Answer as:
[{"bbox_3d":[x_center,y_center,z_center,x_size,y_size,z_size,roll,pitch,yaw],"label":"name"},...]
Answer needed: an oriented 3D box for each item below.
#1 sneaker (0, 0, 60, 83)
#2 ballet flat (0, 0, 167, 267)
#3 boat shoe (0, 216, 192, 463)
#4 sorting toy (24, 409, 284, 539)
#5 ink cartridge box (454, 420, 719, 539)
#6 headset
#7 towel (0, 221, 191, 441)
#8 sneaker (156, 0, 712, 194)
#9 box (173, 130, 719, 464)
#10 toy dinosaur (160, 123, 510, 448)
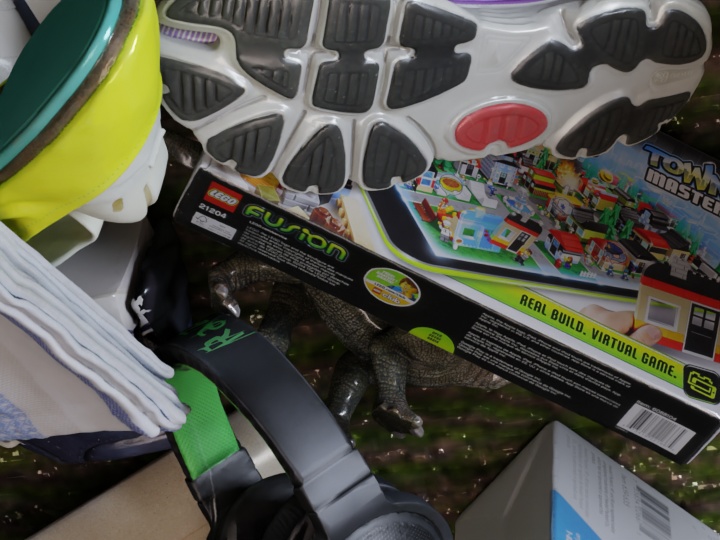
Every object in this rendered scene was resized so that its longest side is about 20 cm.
[{"bbox_3d":[-0.152,-0.094,0.893,0.080,0.076,0.200,-34,110,-5],"label":"sneaker"},{"bbox_3d":[-0.103,-0.034,0.832,0.067,0.067,0.200,30,145,-25],"label":"ballet flat"},{"bbox_3d":[-0.155,0.035,0.976,0.199,0.075,0.093,-3,131,16],"label":"boat shoe"},{"bbox_3d":[-0.065,0.178,1.013,0.185,0.036,0.200,-31,113,-16],"label":"sorting toy"},{"bbox_3d":[0.131,0.161,0.992,0.200,0.116,0.067,36,115,-13],"label":"ink cartridge box"},{"bbox_3d":[-0.023,0.114,0.911,0.094,0.123,0.200,-33,99,-20],"label":"headset"},{"bbox_3d":[-0.174,0.024,0.874,0.200,0.024,0.147,-5,149,28],"label":"towel"},{"bbox_3d":[0.019,-0.079,0.873,0.200,0.083,0.081,-2,127,-25],"label":"sneaker"},{"bbox_3d":[0.045,-0.023,0.902,0.200,0.110,0.035,25,143,-7],"label":"box"},{"bbox_3d":[0.000,0.000,0.942,0.200,0.102,0.077,35,152,-5],"label":"toy dinosaur"}]
